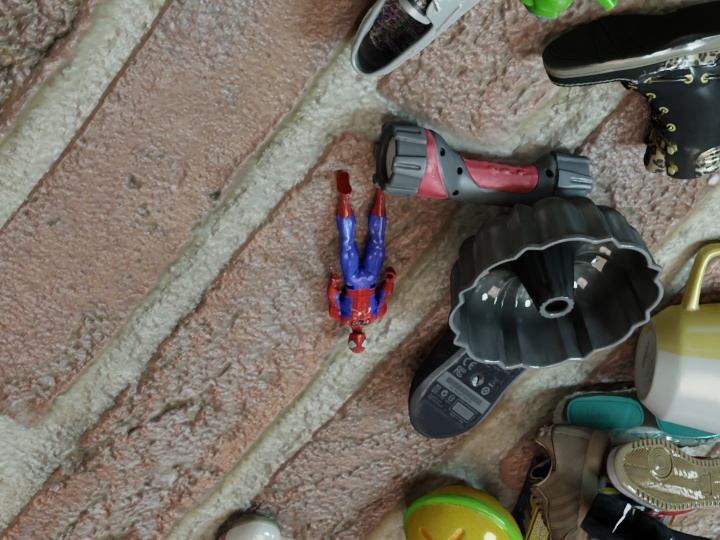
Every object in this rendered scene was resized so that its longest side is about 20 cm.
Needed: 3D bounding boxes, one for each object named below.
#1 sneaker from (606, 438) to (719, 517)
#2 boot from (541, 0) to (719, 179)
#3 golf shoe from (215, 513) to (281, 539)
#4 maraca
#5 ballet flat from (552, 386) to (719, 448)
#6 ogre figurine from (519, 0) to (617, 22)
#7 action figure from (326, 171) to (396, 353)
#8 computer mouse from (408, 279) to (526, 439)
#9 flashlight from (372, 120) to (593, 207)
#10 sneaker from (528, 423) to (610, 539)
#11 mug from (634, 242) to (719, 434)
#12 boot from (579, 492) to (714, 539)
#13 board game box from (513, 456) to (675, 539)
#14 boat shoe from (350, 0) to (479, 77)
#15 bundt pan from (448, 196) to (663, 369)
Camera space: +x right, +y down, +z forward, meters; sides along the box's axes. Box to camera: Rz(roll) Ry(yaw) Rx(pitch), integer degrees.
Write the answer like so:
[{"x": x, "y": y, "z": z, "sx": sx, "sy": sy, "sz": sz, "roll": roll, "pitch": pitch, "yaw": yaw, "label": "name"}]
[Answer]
[{"x": 0.299, "y": 0.214, "z": 1.610, "sx": 0.199, "sy": 0.072, "sz": 0.112, "roll": 13, "pitch": 164, "yaw": -34, "label": "sneaker"}, {"x": 0.262, "y": -0.152, "z": 1.395, "sx": 0.199, "sy": 0.073, "sz": 0.151, "roll": -14, "pitch": 130, "yaw": -6, "label": "boot"}, {"x": -0.140, "y": 0.351, "z": 1.714, "sx": 0.072, "sy": 0.092, "sz": 0.200, "roll": 19, "pitch": 122, "yaw": -22, "label": "golf shoe"}, {"x": 0.121, "y": 0.311, "z": 1.712, "sx": 0.136, "sy": 0.107, "sz": 0.201, "roll": -1, "pitch": 131, "yaw": 30, "label": "maraca"}, {"x": 0.294, "y": 0.155, "z": 1.661, "sx": 0.199, "sy": 0.072, "sz": 0.072, "roll": 3, "pitch": 128, "yaw": -10, "label": "ballet flat"}, {"x": 0.165, "y": -0.272, "z": 1.262, "sx": 0.200, "sy": 0.098, "sz": 0.120, "roll": -39, "pitch": 119, "yaw": 15, "label": "ogre figurine"}, {"x": 0.000, "y": 0.000, "z": 1.486, "sx": 0.065, "sy": 0.052, "sz": 0.201, "roll": -6, "pitch": 132, "yaw": -10, "label": "action figure"}, {"x": 0.125, "y": 0.086, "z": 1.578, "sx": 0.200, "sy": 0.053, "sz": 0.138, "roll": -43, "pitch": 122, "yaw": 8, "label": "computer mouse"}, {"x": 0.113, "y": -0.092, "z": 1.423, "sx": 0.199, "sy": 0.068, "sz": 0.068, "roll": 4, "pitch": 161, "yaw": -18, "label": "flashlight"}, {"x": 0.212, "y": 0.229, "z": 1.639, "sx": 0.075, "sy": 0.071, "sz": 0.201, "roll": 17, "pitch": 133, "yaw": 16, "label": "sneaker"}, {"x": 0.359, "y": 0.080, "z": 1.579, "sx": 0.152, "sy": 0.188, "sz": 0.150, "roll": 6, "pitch": 161, "yaw": -4, "label": "mug"}, {"x": 0.311, "y": 0.280, "z": 1.591, "sx": 0.164, "sy": 0.066, "sz": 0.200, "roll": 12, "pitch": 165, "yaw": 16, "label": "boot"}, {"x": 0.252, "y": 0.299, "z": 1.765, "sx": 0.164, "sy": 0.057, "sz": 0.201, "roll": 5, "pitch": 127, "yaw": -12, "label": "board game box"}, {"x": 0.054, "y": -0.224, "z": 1.260, "sx": 0.072, "sy": 0.069, "sz": 0.200, "roll": 45, "pitch": 137, "yaw": -10, "label": "boat shoe"}, {"x": 0.172, "y": 0.005, "z": 1.446, "sx": 0.201, "sy": 0.076, "sz": 0.202, "roll": -7, "pitch": 142, "yaw": -5, "label": "bundt pan"}]
